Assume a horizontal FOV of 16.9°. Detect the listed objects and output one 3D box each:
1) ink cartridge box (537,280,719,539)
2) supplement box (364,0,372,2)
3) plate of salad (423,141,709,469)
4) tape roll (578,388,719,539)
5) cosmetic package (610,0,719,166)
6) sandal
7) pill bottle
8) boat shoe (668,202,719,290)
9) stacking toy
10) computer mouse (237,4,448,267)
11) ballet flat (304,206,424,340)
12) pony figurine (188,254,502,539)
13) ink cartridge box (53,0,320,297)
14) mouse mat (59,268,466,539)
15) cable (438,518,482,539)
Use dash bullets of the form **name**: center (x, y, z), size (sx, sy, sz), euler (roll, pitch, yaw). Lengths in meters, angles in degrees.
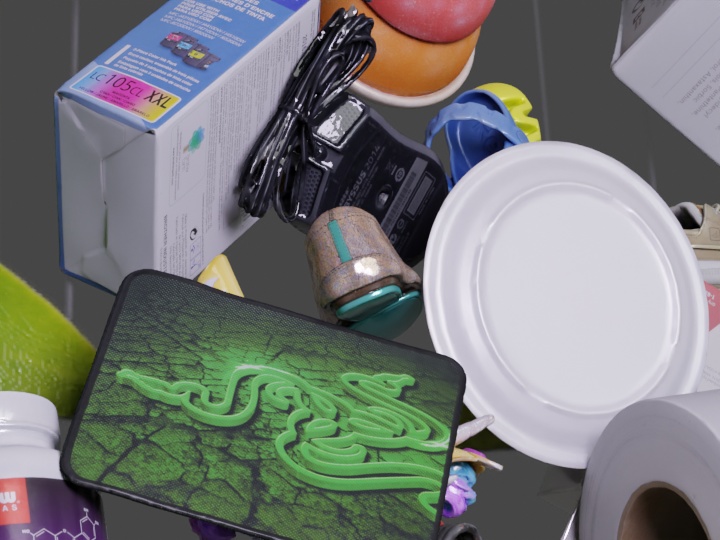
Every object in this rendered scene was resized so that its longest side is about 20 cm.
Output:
- **ink cartridge box**: center (0.190, 0.112, 1.522), size (0.116, 0.067, 0.201), euler (29, 71, -15)
- **supplement box**: center (-0.085, -0.281, 1.485), size (0.198, 0.135, 0.200), euler (14, 18, -26)
- **plate of salad**: center (0.122, 0.021, 1.460), size (0.199, 0.048, 0.202), euler (7, 73, -24)
- **tape roll**: center (0.233, 0.165, 1.384), size (0.138, 0.203, 0.204), euler (-5, 67, -25)
- **cosmetic package**: center (0.303, -0.158, 1.678), size (0.200, 0.166, 0.168), euler (39, 25, -8)
- **sandal**: center (0.099, -0.037, 1.546), size (0.087, 0.079, 0.201), euler (7, 43, -56)
- **pill bottle**: center (-0.181, 0.169, 1.236), size (0.112, 0.112, 0.201), euler (4, 62, -32)
- **boat shoe**: center (0.227, -0.012, 1.627), size (0.199, 0.075, 0.069), euler (-9, 92, -36)
- **stacking toy**: center (0.054, -0.208, 1.550), size (0.145, 0.200, 0.147), euler (16, 57, -25)
- **computer mouse**: center (-0.010, -0.065, 1.476), size (0.139, 0.052, 0.200), euler (-60, 146, -9)
- **ballet flat**: center (0.000, 0.000, 1.411), size (0.068, 0.200, 0.068), euler (-25, 80, -4)
- **pony figurine**: center (-0.045, 0.116, 1.329), size (0.199, 0.167, 0.194), euler (33, 77, 19)
- **ink cartridge box**: center (-0.091, -0.088, 1.421), size (0.076, 0.137, 0.200), euler (26, 45, 23)
- **mouse mat**: center (-0.047, 0.078, 1.276), size (0.198, 0.008, 0.162), euler (17, 44, -3)
- **cable**: center (0.023, 0.213, 1.408), size (0.097, 0.050, 0.202), euler (22, 65, -38)
